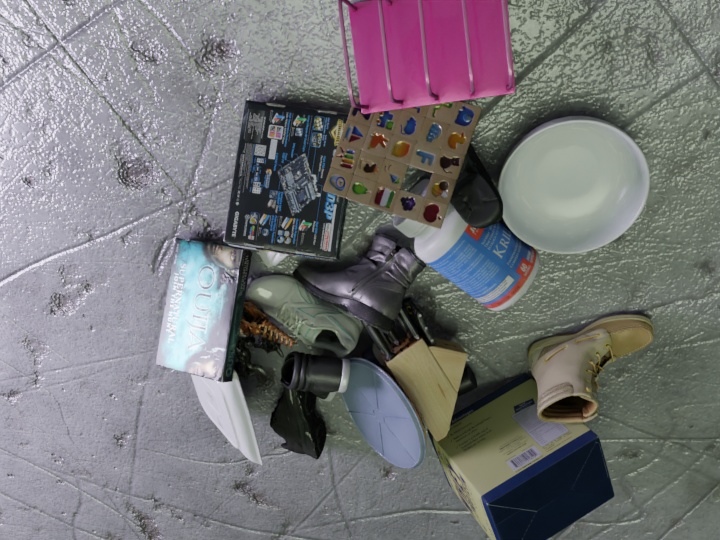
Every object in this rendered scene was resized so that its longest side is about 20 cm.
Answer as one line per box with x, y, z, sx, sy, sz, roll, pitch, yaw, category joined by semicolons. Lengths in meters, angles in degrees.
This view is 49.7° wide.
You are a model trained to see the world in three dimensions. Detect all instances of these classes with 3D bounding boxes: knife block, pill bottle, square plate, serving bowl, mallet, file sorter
0.069;0.150;1.213;0.175;0.064;0.201;12;98;-7;knife block
0.148;-0.039;1.112;0.200;0.112;0.112;35;120;-16;pill bottle
-0.235;0.204;1.281;0.028;0.200;0.199;-26;125;-26;square plate
0.288;-0.124;1.069;0.199;0.066;0.201;3;123;5;serving bowl
0.130;0.124;1.266;0.066;0.041;0.200;-17;115;16;mallet
0.082;-0.273;0.941;0.199;0.125;0.140;-6;100;10;file sorter

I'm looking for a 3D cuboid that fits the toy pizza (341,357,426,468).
0.039;0.223;1.236;0.200;0.032;0.201;37;142;35;toy pizza

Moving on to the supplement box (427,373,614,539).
0.248;0.303;1.228;0.200;0.200;0.135;-28;119;-10;supplement box

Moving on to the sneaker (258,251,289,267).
-0.098;-0.091;1.133;0.200;0.078;0.099;-38;106;24;sneaker

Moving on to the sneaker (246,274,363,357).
-0.090;0.071;1.231;0.200;0.080;0.071;23;124;-6;sneaker

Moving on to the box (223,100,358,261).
-0.093;-0.122;1.065;0.158;0.046;0.201;8;89;4;box

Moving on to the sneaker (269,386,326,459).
-0.120;0.247;1.354;0.090;0.076;0.201;1;119;18;sneaker

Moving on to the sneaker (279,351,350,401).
-0.081;0.165;1.246;0.099;0.071;0.200;11;166;-9;sneaker

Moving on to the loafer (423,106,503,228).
0.126;-0.143;1.051;0.073;0.072;0.200;-30;80;19;loafer

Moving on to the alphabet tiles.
0.059;-0.174;1.021;0.167;0.008;0.201;19;89;12;alphabet tiles

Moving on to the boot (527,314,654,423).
0.357;0.150;1.181;0.199;0.156;0.073;-17;119;17;boot

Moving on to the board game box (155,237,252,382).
-0.239;0.058;1.182;0.135;0.028;0.201;9;91;29;board game box

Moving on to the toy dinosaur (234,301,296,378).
-0.186;0.096;1.225;0.102;0.200;0.136;-30;126;-20;toy dinosaur

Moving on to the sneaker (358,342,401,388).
0.070;0.203;1.302;0.084;0.075;0.200;-37;102;24;sneaker

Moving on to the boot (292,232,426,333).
0.000;0.000;1.177;0.200;0.070;0.132;26;87;30;boot
